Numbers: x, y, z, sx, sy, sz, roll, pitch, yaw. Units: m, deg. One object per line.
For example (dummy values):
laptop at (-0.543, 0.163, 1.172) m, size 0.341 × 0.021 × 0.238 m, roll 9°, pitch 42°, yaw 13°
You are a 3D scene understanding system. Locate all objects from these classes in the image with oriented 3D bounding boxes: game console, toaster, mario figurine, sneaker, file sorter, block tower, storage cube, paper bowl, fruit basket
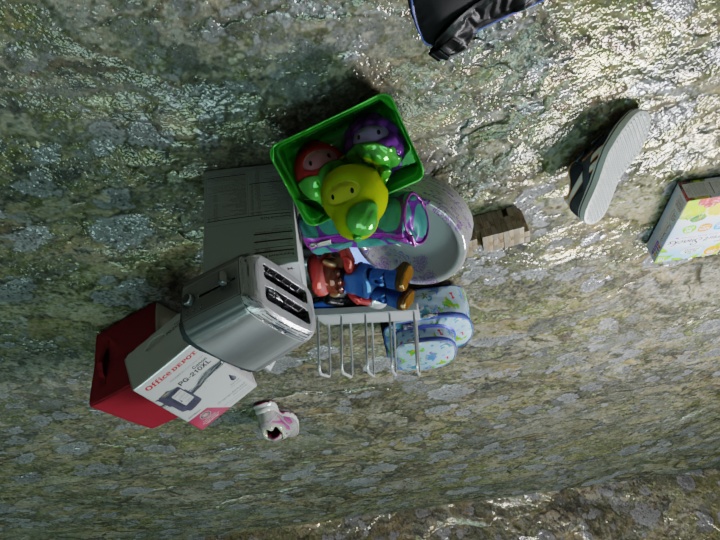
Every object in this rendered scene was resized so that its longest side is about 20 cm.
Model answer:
game console at (-0.013, 0.021, 1.261) m, size 0.198 × 0.121 × 0.169 m, roll 11°, pitch 162°, yaw -44°
toaster at (-0.152, 0.064, 0.913) m, size 0.128 × 0.115 × 0.200 m, roll -28°, pitch 139°, yaw 22°
mario figurine at (0.000, 0.000, 1.102) m, size 0.197 × 0.126 × 0.106 m, roll 13°, pitch -176°, yaw 23°
sneaker at (0.406, -0.185, 1.084) m, size 0.077 × 0.080 × 0.202 m, roll 7°, pitch 118°, yaw -32°
file sorter at (0.017, 0.140, 1.235) m, size 0.196 × 0.127 × 0.139 m, roll -3°, pitch 167°, yaw 7°
block tower at (0.218, -0.066, 1.220) m, size 0.197 × 0.059 × 0.054 m, roll -16°, pitch 145°, yaw 6°
sneaker at (-0.237, 0.445, 1.811) m, size 0.080 × 0.089 × 0.200 m, roll -21°, pitch 144°, yaw 17°
storage cube at (-0.433, 0.204, 1.350) m, size 0.178 × 0.173 × 0.200 m, roll -26°, pitch 142°, yaw 21°
paper bowl at (0.092, -0.081, 1.089) m, size 0.197 × 0.105 × 0.202 m, roll 14°, pitch 140°, yaw 12°
fruit basket at (-0.017, -0.140, 0.908) m, size 0.213 × 0.216 × 0.157 m, roll -21°, pitch 112°, yaw 17°

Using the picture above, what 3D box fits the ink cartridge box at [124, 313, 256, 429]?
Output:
ink cartridge box at (-0.313, 0.191, 1.193) m, size 0.144 × 0.085 × 0.200 m, roll -38°, pitch 137°, yaw 2°

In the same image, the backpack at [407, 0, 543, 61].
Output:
backpack at (0.135, -0.360, 0.697) m, size 0.187 × 0.157 × 0.200 m, roll -9°, pitch 153°, yaw 15°

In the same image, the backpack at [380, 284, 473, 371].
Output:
backpack at (0.146, 0.129, 1.400) m, size 0.196 × 0.149 × 0.184 m, roll -12°, pitch 148°, yaw -1°

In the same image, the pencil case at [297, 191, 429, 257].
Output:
pencil case at (0.003, -0.070, 0.993) m, size 0.197 × 0.093 × 0.086 m, roll -5°, pitch 132°, yaw 29°

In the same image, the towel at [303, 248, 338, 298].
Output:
towel at (-0.138, 0.021, 1.270) m, size 0.196 × 0.049 × 0.172 m, roll -4°, pitch 142°, yaw -9°

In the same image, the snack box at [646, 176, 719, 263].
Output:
snack box at (0.676, -0.100, 1.278) m, size 0.140 × 0.054 × 0.201 m, roll -7°, pitch 146°, yaw -1°

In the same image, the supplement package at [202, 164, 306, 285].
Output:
supplement package at (-0.168, -0.031, 1.050) m, size 0.144 × 0.203 × 0.193 m, roll -7°, pitch 145°, yaw -3°

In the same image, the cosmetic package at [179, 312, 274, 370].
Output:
cosmetic package at (-0.254, 0.115, 1.288) m, size 0.106 × 0.086 × 0.200 m, roll 11°, pitch 154°, yaw 40°
